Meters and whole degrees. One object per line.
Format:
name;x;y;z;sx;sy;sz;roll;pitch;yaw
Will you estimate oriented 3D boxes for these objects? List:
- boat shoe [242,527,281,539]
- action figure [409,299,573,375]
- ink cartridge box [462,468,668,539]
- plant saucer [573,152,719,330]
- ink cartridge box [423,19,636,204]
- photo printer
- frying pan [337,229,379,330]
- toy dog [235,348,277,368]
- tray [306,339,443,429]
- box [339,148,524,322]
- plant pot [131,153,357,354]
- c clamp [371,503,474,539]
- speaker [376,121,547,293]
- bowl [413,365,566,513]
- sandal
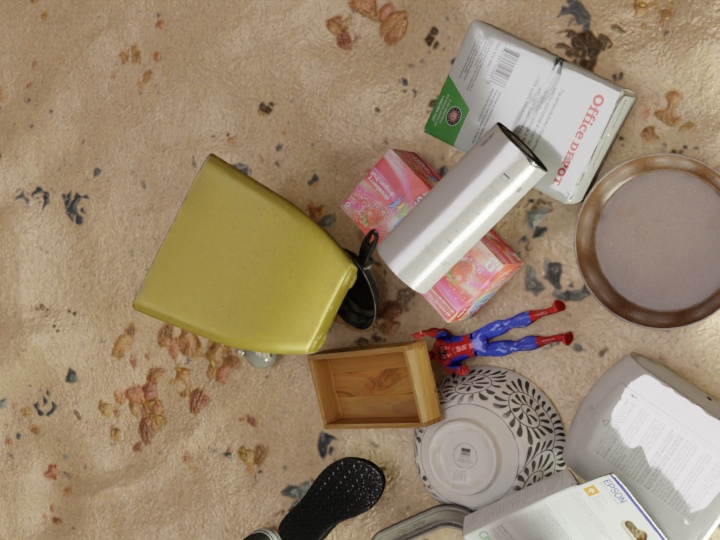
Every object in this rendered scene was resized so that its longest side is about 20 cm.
boat shoe;-0.180;0.420;1.628;0.069;0.057;0.200;45;117;17
action figure;0.142;0.087;1.442;0.200;0.099;0.065;-17;85;28
ink cartridge box;0.252;0.318;1.381;0.200;0.041;0.200;-29;114;25
plant saucer;0.344;-0.033;1.370;0.200;0.034;0.200;2;95;24
ink cartridge box;0.198;-0.183;1.401;0.200;0.083;0.147;31;106;20
photo printer;0.339;0.202;1.368;0.200;0.069;0.166;34;108;20
frying pan;-0.011;-0.008;1.494;0.115;0.031;0.190;40;143;34
toy dog;-0.160;0.027;1.571;0.096;0.132;0.200;-2;83;3
tray;0.016;0.143;1.487;0.200;0.037;0.099;-10;94;51
box;0.085;-0.043;1.455;0.103;0.095;0.200;-47;75;18
plant pot;-0.116;0.004;1.413;0.200;0.196;0.194;27;89;4
c clamp;0.116;0.355;1.477;0.200;0.027;0.171;-26;117;33
speaker;0.111;-0.067;1.349;0.200;0.081;0.081;-46;75;15
bowl;0.137;0.217;1.447;0.201;0.094;0.201;0;91;27
sandal;-0.035;0.299;1.570;0.200;0.048;0.075;-43;77;34
